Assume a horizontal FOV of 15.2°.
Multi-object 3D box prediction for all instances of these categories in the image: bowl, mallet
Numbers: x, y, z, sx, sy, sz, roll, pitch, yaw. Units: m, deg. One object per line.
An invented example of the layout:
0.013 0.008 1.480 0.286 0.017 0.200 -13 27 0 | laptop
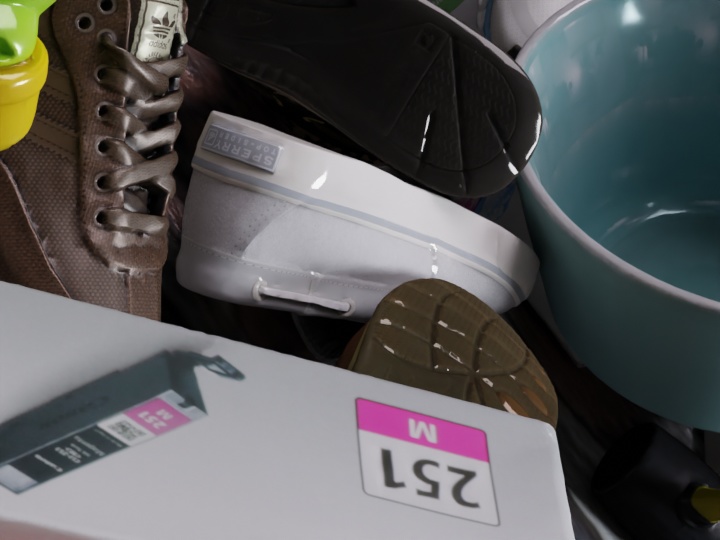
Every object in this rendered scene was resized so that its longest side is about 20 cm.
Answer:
0.147 -0.014 1.029 0.199 0.106 0.202 4 42 -4 | bowl
0.162 0.092 0.999 0.066 0.041 0.200 44 -20 -21 | mallet

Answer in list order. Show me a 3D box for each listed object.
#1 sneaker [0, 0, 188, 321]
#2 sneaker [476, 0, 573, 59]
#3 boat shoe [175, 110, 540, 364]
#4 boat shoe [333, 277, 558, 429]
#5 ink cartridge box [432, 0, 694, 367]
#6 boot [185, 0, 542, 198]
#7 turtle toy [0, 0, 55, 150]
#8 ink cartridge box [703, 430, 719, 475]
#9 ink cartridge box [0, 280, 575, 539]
-0.085 -0.056 0.799 0.070 0.075 0.201 3 67 -62 | sneaker
0.123 -0.136 1.111 0.075 0.087 0.200 48 50 -1 | sneaker
0.000 0.000 0.938 0.072 0.069 0.200 22 1 24 | boat shoe
0.008 0.060 0.857 0.072 0.068 0.200 45 25 0 | boat shoe
0.088 -0.070 1.192 0.200 0.087 0.145 52 23 6 | ink cartridge box
-0.029 -0.099 0.985 0.199 0.073 0.151 34 -1 -7 | boot
-0.156 -0.122 0.726 0.198 0.147 0.101 8 33 -13 | turtle toy
0.225 0.081 1.141 0.084 0.145 0.200 47 22 -17 | ink cartridge box
-0.038 0.085 0.665 0.199 0.044 0.174 15 33 -15 | ink cartridge box
